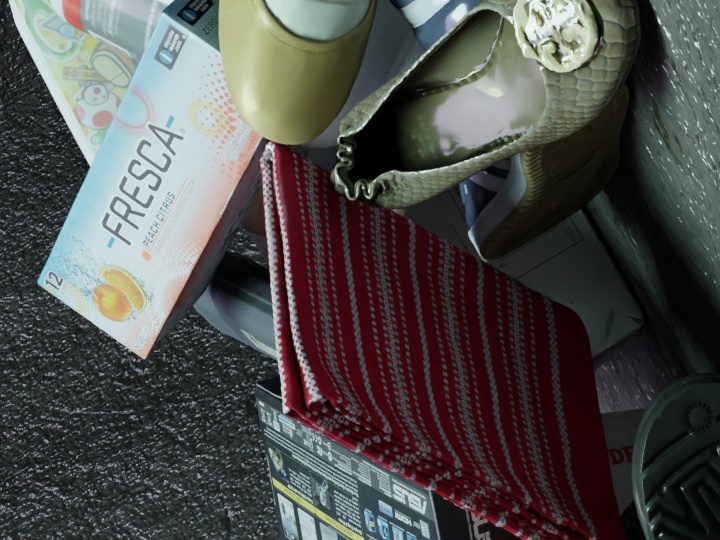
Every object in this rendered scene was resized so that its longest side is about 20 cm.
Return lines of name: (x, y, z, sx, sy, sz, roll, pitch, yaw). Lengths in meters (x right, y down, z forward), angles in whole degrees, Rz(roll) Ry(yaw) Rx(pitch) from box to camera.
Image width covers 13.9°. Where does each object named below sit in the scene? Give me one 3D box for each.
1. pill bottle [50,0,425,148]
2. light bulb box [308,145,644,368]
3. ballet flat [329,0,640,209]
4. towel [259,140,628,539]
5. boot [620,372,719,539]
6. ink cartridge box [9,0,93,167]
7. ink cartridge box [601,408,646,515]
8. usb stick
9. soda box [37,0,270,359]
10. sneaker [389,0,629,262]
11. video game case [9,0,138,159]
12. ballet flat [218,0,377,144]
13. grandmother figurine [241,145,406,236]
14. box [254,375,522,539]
pill bottle: (-0.037, -0.128, 1.392, 0.199, 0.116, 0.116, 28, 167, 11)
light bulb box: (0.041, -0.013, 1.558, 0.199, 0.124, 0.200, 60, 175, 5)
ballet flat: (0.043, -0.071, 1.190, 0.200, 0.046, 0.068, -30, 83, 53)
towel: (0.037, 0.038, 1.273, 0.200, 0.022, 0.145, 29, -141, -37)
boot: (0.160, 0.117, 1.330, 0.212, 0.079, 0.158, 63, 175, -24)
ink cartridge box: (-0.080, -0.134, 1.685, 0.147, 0.199, 0.086, 61, 175, 2)
ink cartridge box: (0.122, 0.178, 1.453, 0.144, 0.084, 0.201, -4, -113, -46)
usb stick: (-0.035, 0.026, 1.408, 0.056, 0.033, 0.200, 56, 166, -23)
soda box: (-0.080, -0.051, 1.353, 0.068, 0.064, 0.200, 35, 135, 4)
sneaker: (0.060, -0.081, 1.300, 0.109, 0.070, 0.200, 55, 167, 13)
video game case: (-0.083, -0.158, 1.593, 0.183, 0.199, 0.023, 63, -177, -18)
ballet flat: (-0.017, -0.154, 1.258, 0.063, 0.068, 0.201, 129, 152, -66)
grandmother figurine: (0.000, 0.000, 1.405, 0.200, 0.060, 0.122, 41, 137, 23)
box: (0.019, 0.144, 1.399, 0.200, 0.049, 0.162, 22, 123, 62)
